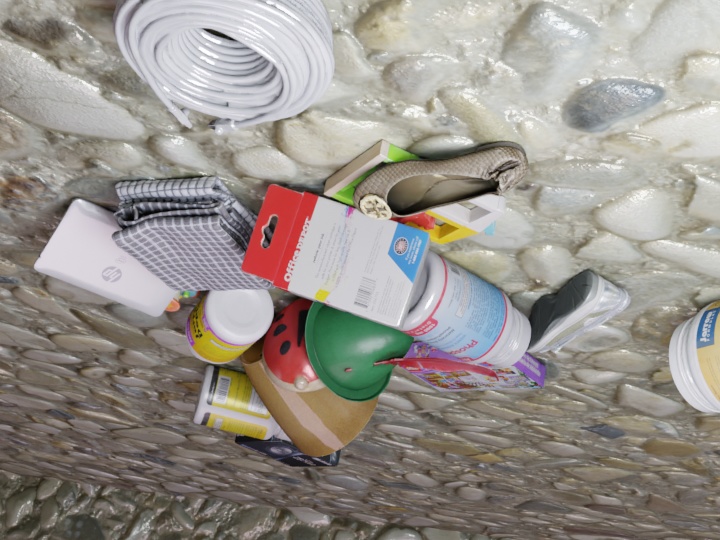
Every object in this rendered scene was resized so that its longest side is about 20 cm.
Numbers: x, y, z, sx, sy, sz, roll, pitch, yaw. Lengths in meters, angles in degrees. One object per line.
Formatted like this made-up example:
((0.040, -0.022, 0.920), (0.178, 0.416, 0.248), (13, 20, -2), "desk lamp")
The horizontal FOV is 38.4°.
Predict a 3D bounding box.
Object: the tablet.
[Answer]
((-0.337, -0.014, 1.441), (0.199, 0.014, 0.130), (25, 115, -30), "tablet")

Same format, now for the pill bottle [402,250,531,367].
((0.131, 0.057, 1.363), (0.199, 0.110, 0.108), (27, 152, -33), "pill bottle")

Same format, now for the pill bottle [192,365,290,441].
((-0.213, 0.260, 1.989), (0.198, 0.115, 0.114), (16, 157, -10), "pill bottle")

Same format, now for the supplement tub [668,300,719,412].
((0.487, 0.096, 1.243), (0.144, 0.146, 0.200), (21, 155, -24), "supplement tub")

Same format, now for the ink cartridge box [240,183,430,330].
((-0.028, -0.016, 1.220), (0.198, 0.117, 0.067), (19, 176, 7), "ink cartridge box")

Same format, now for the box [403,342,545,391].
((0.177, 0.152, 1.654), (0.198, 0.039, 0.137), (-7, 152, 36), "box")

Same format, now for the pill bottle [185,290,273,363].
((-0.208, 0.082, 1.583), (0.103, 0.105, 0.200), (18, 156, -17), "pill bottle")

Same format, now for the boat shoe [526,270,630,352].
((0.276, 0.064, 1.362), (0.064, 0.075, 0.202), (20, 149, -11), "boat shoe")

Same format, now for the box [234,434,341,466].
((-0.168, 0.408, 2.405), (0.159, 0.044, 0.199), (-9, 150, 40), "box")

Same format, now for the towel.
((-0.206, -0.037, 1.328), (0.164, 0.086, 0.200), (0, 155, 23), "towel")

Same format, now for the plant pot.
((-0.097, 0.169, 1.677), (0.185, 0.188, 0.200), (-10, 136, 41), "plant pot")

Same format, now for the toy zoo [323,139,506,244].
((0.074, -0.080, 1.184), (0.199, 0.021, 0.131), (23, 155, -24), "toy zoo")

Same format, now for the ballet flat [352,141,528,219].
((0.081, -0.086, 1.087), (0.198, 0.047, 0.067), (-12, 141, 22), "ballet flat")

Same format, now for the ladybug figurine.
((-0.078, 0.101, 1.501), (0.134, 0.201, 0.073), (-5, 119, 2), "ladybug figurine")

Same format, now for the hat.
((0.052, 0.085, 1.416), (0.199, 0.167, 0.175), (7, 160, -45), "hat")

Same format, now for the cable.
((-0.118, -0.205, 0.918), (0.198, 0.070, 0.200), (-2, 153, 26), "cable")

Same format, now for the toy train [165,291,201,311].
((-0.311, 0.005, 1.514), (0.199, 0.056, 0.150), (23, 155, -25), "toy train")
